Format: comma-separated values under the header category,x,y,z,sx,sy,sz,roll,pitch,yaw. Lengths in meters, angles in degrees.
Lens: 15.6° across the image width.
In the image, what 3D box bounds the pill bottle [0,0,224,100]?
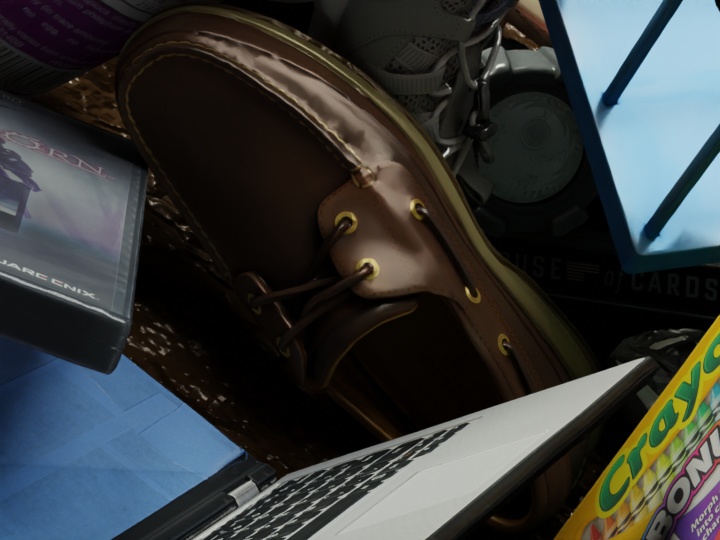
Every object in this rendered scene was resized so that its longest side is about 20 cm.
category,x,y,z,sx,sy,sz,roll,pitch,yaw
pill bottle,-0.069,-0.135,0.829,0.112,0.199,0.113,34,45,-41

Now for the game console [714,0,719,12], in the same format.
category,x,y,z,sx,sy,sz,roll,pitch,yaw
game console,0.202,-0.061,0.655,0.199,0.119,0.173,22,26,-28

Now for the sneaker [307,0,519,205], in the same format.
category,x,y,z,sx,sy,sz,roll,pitch,yaw
sneaker,0.024,-0.062,0.853,0.082,0.200,0.075,48,51,11

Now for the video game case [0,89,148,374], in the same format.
category,x,y,z,sx,sy,sz,roll,pitch,yaw
video game case,-0.129,-0.031,0.735,0.142,0.019,0.200,21,14,-8

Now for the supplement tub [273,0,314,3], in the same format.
category,x,y,z,sx,sy,sz,roll,pitch,yaw
supplement tub,-0.055,-0.190,1.052,0.199,0.145,0.145,14,30,-39

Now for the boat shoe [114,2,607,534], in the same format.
category,x,y,z,sx,sy,sz,roll,pitch,yaw
boat shoe,0.000,0.001,0.810,0.200,0.072,0.068,46,26,-11

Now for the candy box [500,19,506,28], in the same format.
category,x,y,z,sx,sy,sz,roll,pitch,yaw
candy box,0.005,-0.202,1.190,0.199,0.116,0.055,30,24,-7

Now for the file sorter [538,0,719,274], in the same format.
category,x,y,z,sx,sy,sz,roll,pitch,yaw
file sorter,0.135,-0.122,0.813,0.138,0.123,0.201,-7,65,-20

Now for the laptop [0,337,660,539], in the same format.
category,x,y,z,sx,sy,sz,roll,pitch,yaw
laptop,-0.056,0.026,0.674,0.187,0.199,0.117,-29,98,-64

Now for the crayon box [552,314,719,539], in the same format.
category,x,y,z,sx,sy,sz,roll,pitch,yaw
crayon box,0.119,0.066,0.705,0.058,0.201,0.119,26,24,-17

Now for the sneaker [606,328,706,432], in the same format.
category,x,y,z,sx,sy,sz,roll,pitch,yaw
sneaker,0.142,0.100,0.815,0.074,0.079,0.200,-18,61,-50

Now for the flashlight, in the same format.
category,x,y,z,sx,sy,sz,roll,pitch,yaw
flashlight,0.048,-0.063,0.994,0.067,0.068,0.200,-4,15,-6

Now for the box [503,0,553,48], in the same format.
category,x,y,z,sx,sy,sz,roll,pitch,yaw
box,0.095,-0.113,0.972,0.200,0.078,0.095,42,4,35

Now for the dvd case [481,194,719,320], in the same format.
category,x,y,z,sx,sy,sz,roll,pitch,yaw
dvd case,0.120,-0.018,1.009,0.149,0.025,0.200,7,15,22
